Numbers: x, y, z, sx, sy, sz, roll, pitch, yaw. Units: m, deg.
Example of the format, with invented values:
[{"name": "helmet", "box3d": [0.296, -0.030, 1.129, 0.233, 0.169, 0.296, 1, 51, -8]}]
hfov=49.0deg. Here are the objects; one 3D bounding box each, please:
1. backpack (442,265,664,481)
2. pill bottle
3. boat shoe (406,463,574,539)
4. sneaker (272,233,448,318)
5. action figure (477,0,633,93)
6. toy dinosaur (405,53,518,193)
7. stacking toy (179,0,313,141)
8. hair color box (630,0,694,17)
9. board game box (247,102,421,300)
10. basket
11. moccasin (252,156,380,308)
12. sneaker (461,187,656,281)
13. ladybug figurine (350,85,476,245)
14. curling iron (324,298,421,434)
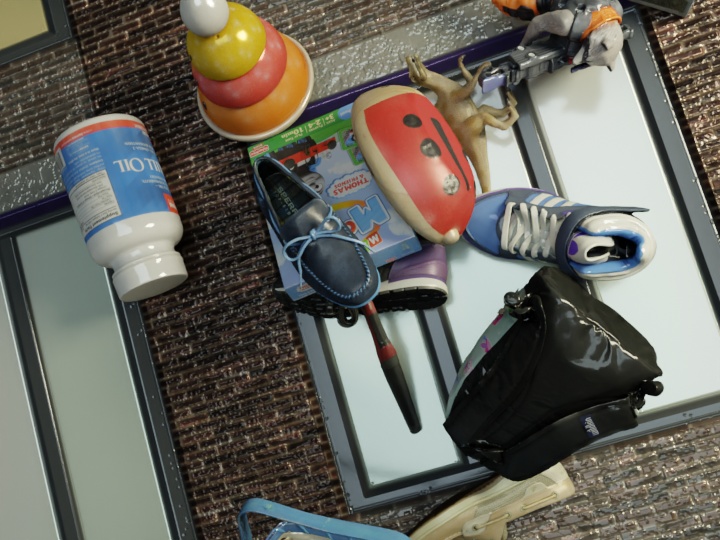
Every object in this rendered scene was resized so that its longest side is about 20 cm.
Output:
[{"name": "backpack", "box3d": [0.178, 0.112, 0.788, 0.167, 0.127, 0.200, 41, 117, 8]}, {"name": "pill bottle", "box3d": [-0.274, -0.071, 0.926, 0.112, 0.112, 0.201, -24, 82, 8]}, {"name": "boat shoe", "box3d": [0.132, 0.262, 0.840, 0.200, 0.072, 0.065, -32, 79, 1]}, {"name": "sneaker", "box3d": [0.000, 0.000, 0.898, 0.199, 0.076, 0.088, -3, 64, 10]}, {"name": "action figure", "box3d": [0.193, -0.273, 0.837, 0.200, 0.105, 0.194, -30, 61, -21]}, {"name": "toy dinosaur", "box3d": [0.128, -0.167, 0.895, 0.101, 0.058, 0.200, -28, 93, 24]}, {"name": "stacking toy", "box3d": [-0.143, -0.246, 0.865, 0.146, 0.200, 0.147, -4, 71, 12]}, {"name": "hair color box", "box3d": [0.348, -0.392, 0.860, 0.099, 0.061, 0.201, 22, 89, 12]}, {"name": "board game box", "box3d": [-0.034, -0.083, 0.883, 0.151, 0.037, 0.201, -22, 61, 6]}, {"name": "basket", "box3d": [-0.034, 0.319, 0.804, 0.176, 0.139, 0.201, 10, 122, 14]}, {"name": "moccasin", "box3d": [-0.059, -0.040, 0.808, 0.080, 0.068, 0.200, -43, 61, -5]}, {"name": "sneaker", "box3d": [0.197, -0.039, 0.806, 0.199, 0.146, 0.081, 10, 98, 7]}, {"name": "ladybug figurine", "box3d": [0.063, -0.118, 0.835, 0.072, 0.136, 0.200, -38, 68, 30]}, {"name": "curling iron", "box3d": [0.020, 0.095, 0.863, 0.049, 0.026, 0.200, -25, 109, 13]}]
